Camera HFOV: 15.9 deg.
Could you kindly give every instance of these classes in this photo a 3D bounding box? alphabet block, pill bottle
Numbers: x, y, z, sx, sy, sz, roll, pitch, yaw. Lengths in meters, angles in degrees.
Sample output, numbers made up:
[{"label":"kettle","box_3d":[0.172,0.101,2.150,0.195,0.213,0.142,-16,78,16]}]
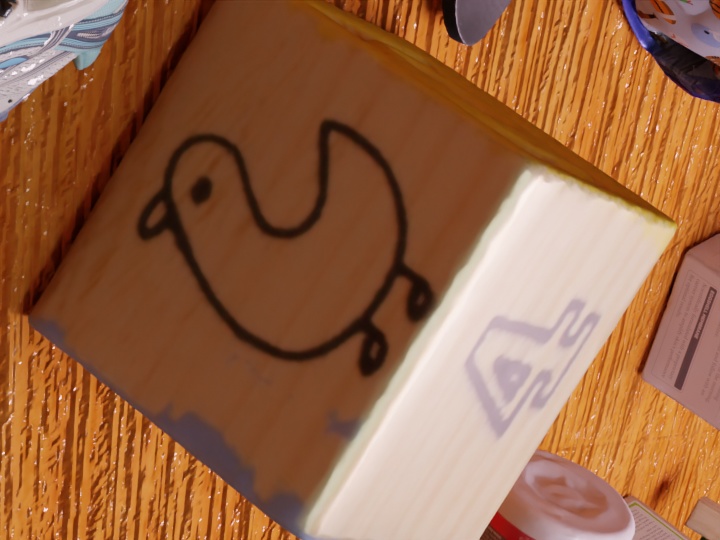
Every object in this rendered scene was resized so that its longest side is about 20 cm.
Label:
[{"label":"alphabet block","box_3d":[0.000,0.000,1.241,0.201,0.195,0.196,-59,155,8]},{"label":"pill bottle","box_3d":[0.098,0.230,1.756,0.110,0.111,0.201,-10,130,-54]}]

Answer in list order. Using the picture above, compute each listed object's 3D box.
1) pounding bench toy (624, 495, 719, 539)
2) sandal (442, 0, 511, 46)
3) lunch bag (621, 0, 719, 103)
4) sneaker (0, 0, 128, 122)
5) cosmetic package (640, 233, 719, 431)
[{"label":"pounding bench toy","box_3d":[0.216,0.274,1.984,0.200,0.124,0.157,-23,140,-46]},{"label":"sandal","box_3d":[0.112,-0.199,1.349,0.200,0.045,0.075,-52,153,-5]},{"label":"lunch bag","box_3d":[0.236,-0.193,1.483,0.170,0.124,0.200,-50,167,-7]},{"label":"sneaker","box_3d":[-0.159,-0.088,1.009,0.200,0.078,0.087,-25,145,-44]},{"label":"cosmetic package","box_3d":[0.348,0.052,1.854,0.199,0.200,0.123,-25,142,-44]}]
